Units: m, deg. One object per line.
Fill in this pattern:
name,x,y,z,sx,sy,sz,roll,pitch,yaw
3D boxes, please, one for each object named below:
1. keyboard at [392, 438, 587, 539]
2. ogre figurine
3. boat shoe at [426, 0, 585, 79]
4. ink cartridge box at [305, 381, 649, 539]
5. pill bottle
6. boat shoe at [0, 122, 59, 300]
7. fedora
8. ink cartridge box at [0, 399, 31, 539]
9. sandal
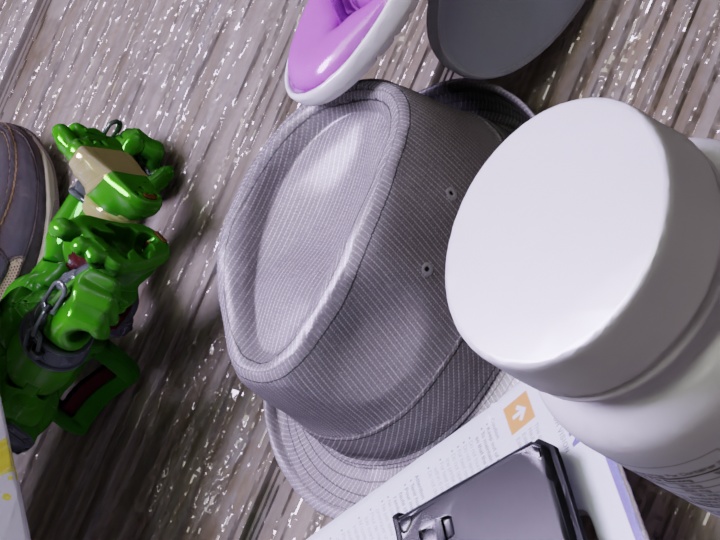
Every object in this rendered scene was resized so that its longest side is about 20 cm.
keyboard,0.046,0.170,1.072,0.127,0.021,0.200,-31,50,22
ogre figurine,-0.138,0.014,1.354,0.120,0.098,0.200,-57,31,21
boat shoe,0.074,-0.177,1.271,0.066,0.070,0.201,7,76,66
ink cartridge box,0.047,0.160,1.121,0.200,0.041,0.200,-38,47,25
pill bottle,0.129,0.023,0.990,0.113,0.200,0.114,-24,52,35
boat shoe,-0.207,0.012,1.449,0.074,0.073,0.201,-9,63,43
fedora,0.000,0.000,1.223,0.177,0.090,0.201,14,79,49
ink cartridge box,-0.208,0.099,1.293,0.145,0.083,0.201,-179,78,-69
sandal,0.012,-0.165,1.240,0.203,0.050,0.082,-61,23,-10
